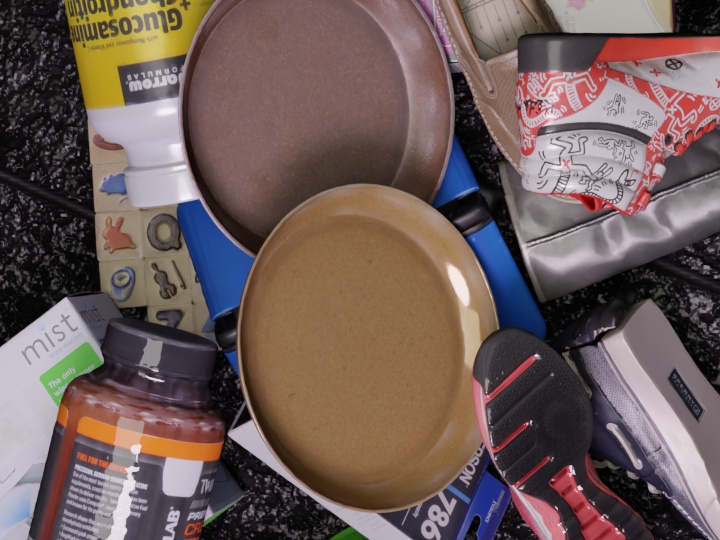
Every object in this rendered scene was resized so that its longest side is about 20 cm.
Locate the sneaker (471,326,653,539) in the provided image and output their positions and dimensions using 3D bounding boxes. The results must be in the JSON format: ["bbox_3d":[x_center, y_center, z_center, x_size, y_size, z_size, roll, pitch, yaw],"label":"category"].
[{"bbox_3d":[0.111,0.123,1.267,0.073,0.087,0.201,-33,112,-16],"label":"sneaker"}]

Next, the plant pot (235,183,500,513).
[{"bbox_3d":[0.003,0.048,1.230,0.027,0.199,0.202,-9,87,53],"label":"plant pot"}]

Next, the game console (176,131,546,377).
[{"bbox_3d":[0.000,0.000,1.345,0.199,0.119,0.171,-26,117,7],"label":"game console"}]

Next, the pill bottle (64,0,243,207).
[{"bbox_3d":[-0.127,-0.147,1.270,0.111,0.112,0.202,-9,100,10],"label":"pill bottle"}]

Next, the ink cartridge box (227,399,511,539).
[{"bbox_3d":[0.018,0.119,1.274,0.200,0.039,0.100,38,55,-16],"label":"ink cartridge box"}]

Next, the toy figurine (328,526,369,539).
[{"bbox_3d":[-0.011,0.284,1.314,0.199,0.150,0.185,-28,99,-16],"label":"toy figurine"}]

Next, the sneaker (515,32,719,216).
[{"bbox_3d":[0.185,-0.091,1.230,0.200,0.067,0.109,-3,99,-24],"label":"sneaker"}]

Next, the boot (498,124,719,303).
[{"bbox_3d":[0.205,-0.022,1.286,0.198,0.073,0.183,-20,72,3],"label":"boot"}]

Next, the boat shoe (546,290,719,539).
[{"bbox_3d":[0.189,0.112,1.297,0.092,0.075,0.201,-25,99,41],"label":"boat shoe"}]

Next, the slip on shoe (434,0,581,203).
[{"bbox_3d":[0.100,-0.132,1.252,0.076,0.061,0.201,-24,93,12],"label":"slip on shoe"}]

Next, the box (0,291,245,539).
[{"bbox_3d":[-0.212,0.142,1.349,0.199,0.097,0.177,-35,86,9],"label":"box"}]

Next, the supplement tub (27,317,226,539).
[{"bbox_3d":[-0.145,0.134,1.235,0.106,0.107,0.202,15,94,10],"label":"supplement tub"}]

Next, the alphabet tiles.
[{"bbox_3d":[-0.104,-0.046,1.375,0.165,0.006,0.202,-5,89,11],"label":"alphabet tiles"}]

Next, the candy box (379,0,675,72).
[{"bbox_3d":[0.105,-0.204,1.310,0.198,0.061,0.138,-4,90,9],"label":"candy box"}]

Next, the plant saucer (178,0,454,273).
[{"bbox_3d":[-0.031,-0.098,1.248,0.199,0.034,0.202,-2,94,-32],"label":"plant saucer"}]
